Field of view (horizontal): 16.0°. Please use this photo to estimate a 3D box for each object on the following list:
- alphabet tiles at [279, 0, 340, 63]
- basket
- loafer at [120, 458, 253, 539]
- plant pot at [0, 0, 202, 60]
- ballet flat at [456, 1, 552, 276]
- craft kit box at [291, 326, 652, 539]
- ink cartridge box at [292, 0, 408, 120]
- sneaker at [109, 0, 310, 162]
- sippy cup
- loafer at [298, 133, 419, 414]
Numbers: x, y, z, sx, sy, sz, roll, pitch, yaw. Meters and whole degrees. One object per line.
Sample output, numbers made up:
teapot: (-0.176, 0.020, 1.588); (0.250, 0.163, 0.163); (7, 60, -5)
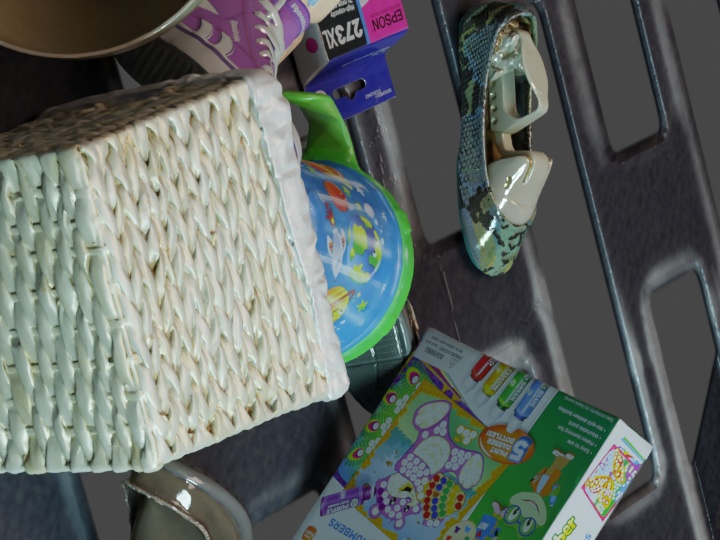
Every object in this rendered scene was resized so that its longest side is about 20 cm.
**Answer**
alphabet tiles: (-0.089, -0.226, 1.646); (0.196, 0.015, 0.200); (-47, 123, -12)
basket: (-0.142, 0.003, 1.471); (0.160, 0.197, 0.202); (-21, 102, -46)
loafer: (-0.107, 0.179, 1.536); (0.071, 0.073, 0.201); (-51, 151, -27)
plant pot: (-0.158, -0.217, 1.511); (0.134, 0.198, 0.202); (21, 65, -84)
ballet flat: (0.107, -0.098, 1.866); (0.074, 0.074, 0.202); (-2, 87, -49)
craft kit box: (0.061, 0.154, 1.635); (0.048, 0.199, 0.198); (36, 82, -39)
ink cartridge box: (-0.020, -0.205, 1.762); (0.094, 0.037, 0.202); (-27, 107, -47)
sneaker: (-0.065, -0.130, 1.560); (0.114, 0.201, 0.073); (-21, 136, -24)
sippy cup: (-0.050, -0.014, 1.597); (0.179, 0.139, 0.130); (65, 14, 18)
loafer: (0.000, 0.000, 1.733); (0.063, 0.071, 0.201); (-42, 114, -50)
